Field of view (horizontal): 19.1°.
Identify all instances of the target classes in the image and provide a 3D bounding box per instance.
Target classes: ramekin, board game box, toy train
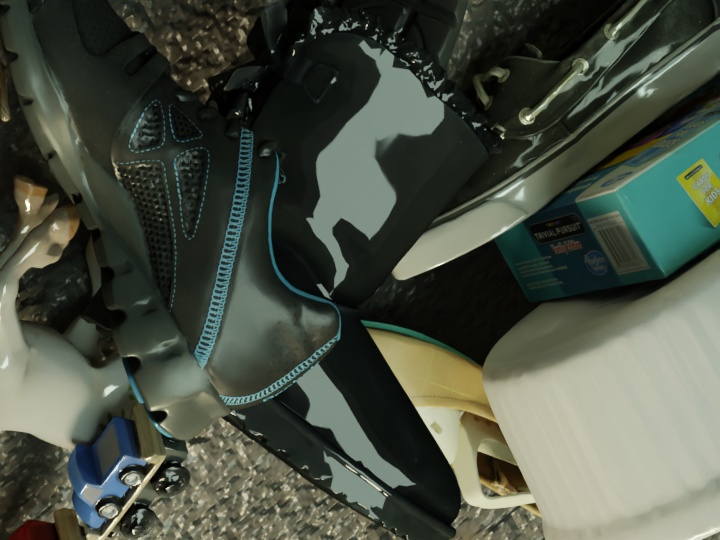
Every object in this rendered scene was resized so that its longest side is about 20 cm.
[{"bbox_3d":[0.151,0.041,0.974,0.200,0.200,0.098,-32,96,-18],"label":"ramekin"},{"bbox_3d":[0.173,-0.061,1.002,0.199,0.151,0.047,-33,96,-18],"label":"board game box"},{"bbox_3d":[-0.134,0.128,0.918,0.046,0.034,0.200,20,123,-32],"label":"toy train"}]

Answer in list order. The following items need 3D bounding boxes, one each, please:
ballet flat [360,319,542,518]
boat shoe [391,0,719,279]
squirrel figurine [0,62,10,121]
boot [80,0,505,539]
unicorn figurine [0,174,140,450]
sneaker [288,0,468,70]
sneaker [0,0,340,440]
[{"bbox_3d":[0.047,0.076,1.030,0.199,0.068,0.064,21,57,-42],"label":"ballet flat"},{"bbox_3d":[0.083,-0.073,0.992,0.199,0.071,0.064,-37,98,-4],"label":"boat shoe"},{"bbox_3d":[-0.211,-0.051,0.737,0.199,0.141,0.188,26,91,-44],"label":"squirrel figurine"},{"bbox_3d":[0.000,0.000,0.865,0.198,0.073,0.163,38,82,-19],"label":"boot"},{"bbox_3d":[-0.143,0.033,0.871,0.199,0.074,0.138,23,95,-39],"label":"unicorn figurine"},{"bbox_3d":[-0.006,-0.058,0.939,0.201,0.075,0.079,-64,160,2],"label":"sneaker"},{"bbox_3d":[-0.074,-0.044,0.783,0.081,0.073,0.202,-23,96,-3],"label":"sneaker"}]
